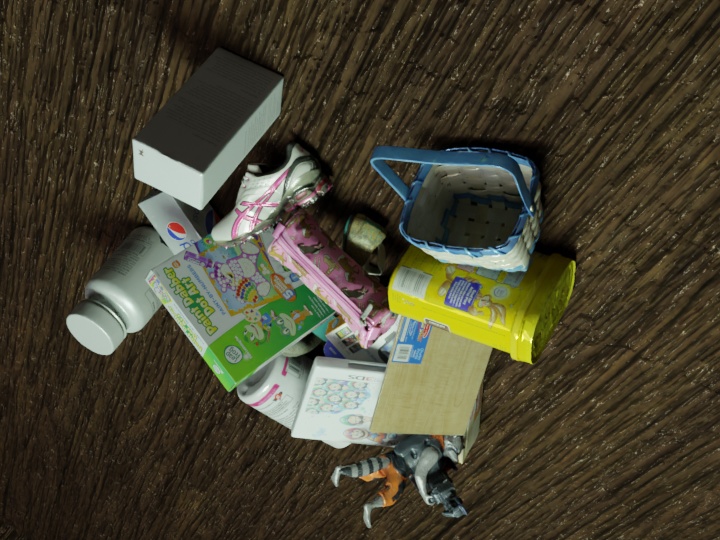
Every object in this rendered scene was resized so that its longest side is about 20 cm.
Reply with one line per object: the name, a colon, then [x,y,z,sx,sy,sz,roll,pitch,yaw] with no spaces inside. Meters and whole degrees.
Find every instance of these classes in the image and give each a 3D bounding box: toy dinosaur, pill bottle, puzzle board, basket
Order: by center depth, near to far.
basket: [0.121,-0.085,1.301,0.176,0.140,0.200,10,163,28]
puzzle board: [0.103,0.142,1.553,0.150,0.017,0.201,5,114,-21]
toy dinosaur: [-0.124,0.098,1.720,0.199,0.102,0.077,26,128,-17]
pill bottle: [-0.374,0.034,1.779,0.114,0.200,0.115,21,142,17]
pill bottle: [-0.091,0.204,1.804,0.200,0.114,0.113,35,147,-28]

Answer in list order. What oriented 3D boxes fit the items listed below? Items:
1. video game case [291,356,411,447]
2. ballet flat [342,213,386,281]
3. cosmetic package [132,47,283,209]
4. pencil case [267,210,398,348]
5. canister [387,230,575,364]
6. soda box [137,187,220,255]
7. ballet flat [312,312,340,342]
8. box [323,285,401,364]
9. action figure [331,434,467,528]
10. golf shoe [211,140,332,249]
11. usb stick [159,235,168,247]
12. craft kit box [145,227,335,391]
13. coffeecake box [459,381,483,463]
video game case: [0.003,0.198,1.637,0.181,0.024,0.200,7,141,-11]
ballet flat: [0.000,0.000,1.571,0.070,0.071,0.200,26,142,11]
cosmetic package: [-0.188,-0.181,1.391,0.101,0.200,0.071,26,143,11]
pencil case: [-0.035,0.010,1.485,0.200,0.083,0.087,45,156,9]
canister: [0.152,0.022,1.409,0.199,0.149,0.087,19,142,23]
soda box: [-0.243,-0.046,1.678,0.068,0.064,0.200,-20,113,34]
ballet flat: [-0.074,0.051,1.683,0.200,0.065,0.071,31,132,2]
box: [0.045,0.089,1.593,0.200,0.042,0.119,-31,112,26]
action figure: [0.074,0.295,1.628,0.200,0.193,0.105,29,142,62]
golf shoe: [-0.135,-0.103,1.528,0.200,0.073,0.092,-31,99,25]
usb stick: [-0.231,-0.012,1.760,0.200,0.033,0.055,35,135,-2]
craft kit box: [-0.169,0.036,1.582,0.200,0.197,0.049,52,151,4]
coffeecake box: [0.084,0.195,1.718,0.199,0.073,0.154,20,140,19]
